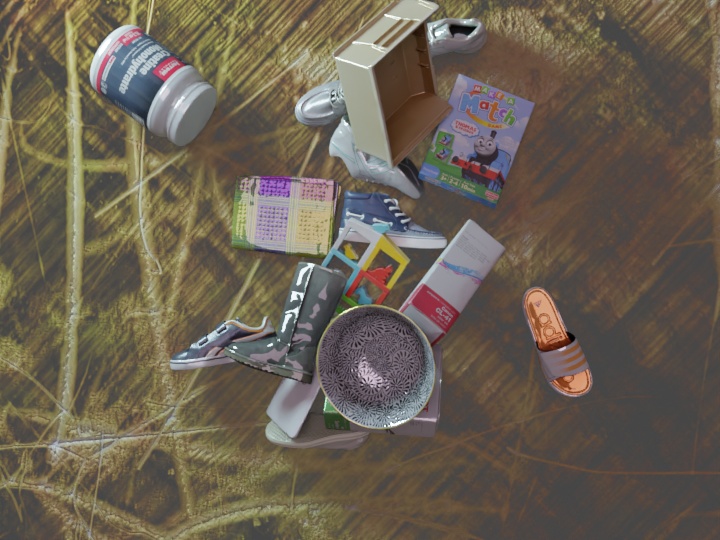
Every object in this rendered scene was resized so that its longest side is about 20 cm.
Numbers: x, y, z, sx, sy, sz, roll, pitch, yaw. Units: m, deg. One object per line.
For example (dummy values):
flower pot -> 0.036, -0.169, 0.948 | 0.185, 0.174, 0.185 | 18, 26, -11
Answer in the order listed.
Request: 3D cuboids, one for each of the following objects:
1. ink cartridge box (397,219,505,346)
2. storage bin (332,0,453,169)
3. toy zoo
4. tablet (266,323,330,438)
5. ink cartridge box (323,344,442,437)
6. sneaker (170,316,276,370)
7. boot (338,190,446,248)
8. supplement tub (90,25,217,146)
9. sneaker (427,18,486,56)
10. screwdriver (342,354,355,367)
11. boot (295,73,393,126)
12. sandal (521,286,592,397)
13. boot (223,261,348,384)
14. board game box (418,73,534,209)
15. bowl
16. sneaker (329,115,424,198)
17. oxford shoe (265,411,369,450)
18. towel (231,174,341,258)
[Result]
ink cartridge box -> 0.143, 0.032, 1.484 | 0.085, 0.148, 0.201 | 39, 65, 4
storage bin -> 0.063, -0.319, 1.473 | 0.093, 0.202, 0.199 | 25, 57, 34
toy zoo -> 0.000, 0.000, 1.557 | 0.130, 0.020, 0.201 | 36, 113, 6
tablet -> -0.100, 0.183, 1.549 | 0.014, 0.130, 0.203 | 26, 89, -31
ink cartridge box -> 0.042, 0.203, 1.523 | 0.196, 0.085, 0.148 | 5, 59, 5
sneaker -> -0.248, 0.130, 1.580 | 0.196, 0.078, 0.081 | -9, 91, -7
boot -> 0.060, -0.091, 1.568 | 0.196, 0.073, 0.092 | 6, 93, 6
supplement tub -> -0.373, -0.333, 1.582 | 0.199, 0.140, 0.141 | 35, 90, 6
sneaker -> 0.129, -0.419, 1.572 | 0.196, 0.080, 0.072 | -12, 88, 5
screwdriver -> 0.022, 0.133, 1.505 | 0.197, 0.028, 0.029 | -23, 70, -16
boot -> -0.031, -0.323, 1.577 | 0.197, 0.096, 0.075 | -22, 85, 3
sandal -> 0.342, 0.129, 1.541 | 0.078, 0.059, 0.209 | -26, 85, 3
boot -> -0.130, 0.081, 1.526 | 0.179, 0.073, 0.204 | 14, 82, 4
board game box -> 0.208, -0.233, 1.570 | 0.149, 0.037, 0.203 | 21, 79, 5
bowl -> 0.035, 0.148, 1.433 | 0.197, 0.094, 0.205 | 2, 99, 15
sneaker -> 0.030, -0.192, 1.587 | 0.199, 0.071, 0.081 | 39, 118, -1
oxford shoe -> -0.072, 0.292, 1.567 | 0.196, 0.058, 0.076 | -5, 47, 5
towel -> -0.137, -0.100, 1.611 | 0.196, 0.023, 0.147 | 4, 88, 5
